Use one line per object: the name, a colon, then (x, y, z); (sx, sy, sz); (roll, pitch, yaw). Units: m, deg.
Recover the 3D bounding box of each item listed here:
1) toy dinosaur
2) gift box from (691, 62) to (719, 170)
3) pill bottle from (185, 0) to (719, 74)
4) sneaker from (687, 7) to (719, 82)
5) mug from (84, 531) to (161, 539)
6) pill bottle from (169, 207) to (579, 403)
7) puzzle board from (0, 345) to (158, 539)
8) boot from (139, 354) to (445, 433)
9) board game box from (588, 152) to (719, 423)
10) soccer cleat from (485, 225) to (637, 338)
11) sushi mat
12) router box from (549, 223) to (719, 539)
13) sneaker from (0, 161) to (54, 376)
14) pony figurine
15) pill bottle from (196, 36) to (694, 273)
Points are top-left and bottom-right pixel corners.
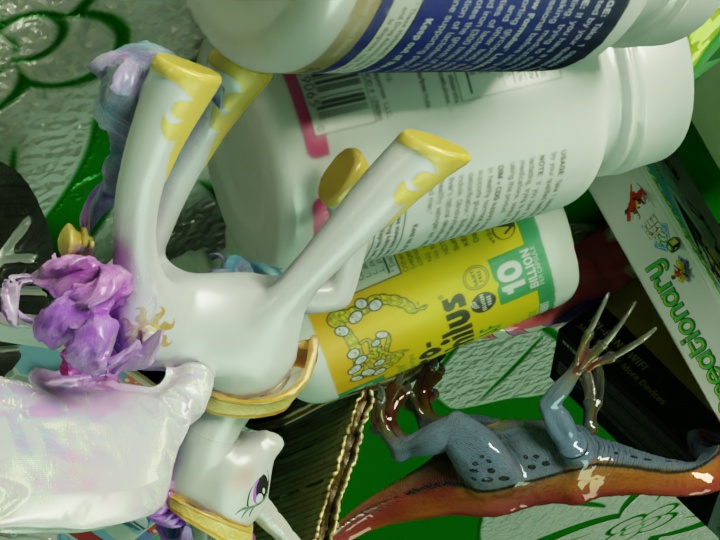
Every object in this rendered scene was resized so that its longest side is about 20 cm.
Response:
toy dinosaur: (0.101, 0.103, 0.863); (0.201, 0.181, 0.105); (-66, 157, 6)
gift box: (0.287, -0.058, 0.882); (0.184, 0.187, 0.200); (-38, 153, 27)
pill bottle: (0.041, -0.130, 0.595); (0.199, 0.116, 0.116); (-5, 149, -36)
sneaker: (0.174, -0.132, 0.765); (0.083, 0.074, 0.200); (2, 145, -37)
mug: (-0.148, 0.133, 0.932); (0.151, 0.115, 0.185); (10, 138, 0)
pill bottle: (0.000, 0.000, 0.826); (0.199, 0.113, 0.113); (-22, 156, -5)
puzzle board: (-0.177, 0.078, 0.798); (0.200, 0.017, 0.151); (38, 123, -21)
boot: (-0.036, 0.031, 0.910); (0.200, 0.078, 0.138); (-40, 147, 28)
board game box: (0.185, 0.003, 0.894); (0.035, 0.201, 0.126); (-35, 153, 20)
soccer cleat: (0.107, 0.015, 1.014); (0.199, 0.067, 0.077); (-12, 152, -33)
sushi mat: (-0.038, 0.123, 0.890); (0.012, 0.096, 0.200); (21, 162, -12)
router box: (0.238, 0.075, 0.970); (0.157, 0.200, 0.052); (-31, 147, -25)
sneaker: (-0.206, 0.033, 0.713); (0.078, 0.090, 0.201); (-4, 125, -57)
pony figurine: (-0.076, 0.020, 0.588); (0.192, 0.167, 0.201); (14, 107, -27)
pill bottle: (0.038, -0.072, 0.714); (0.199, 0.114, 0.114); (-15, 154, -19)
